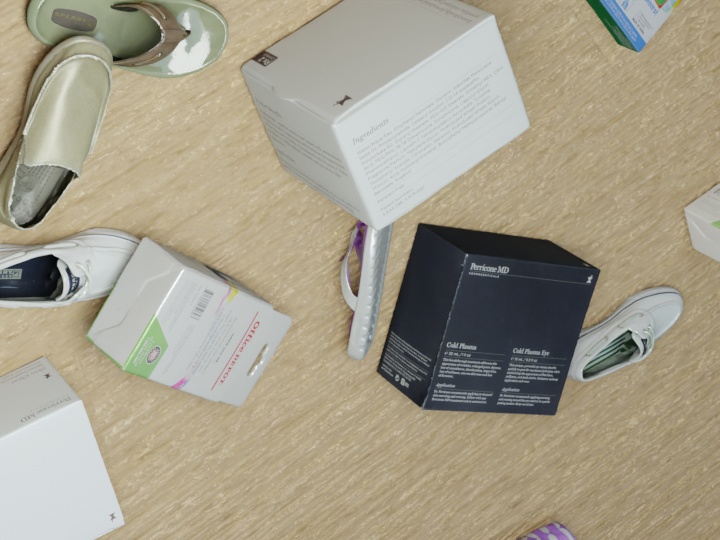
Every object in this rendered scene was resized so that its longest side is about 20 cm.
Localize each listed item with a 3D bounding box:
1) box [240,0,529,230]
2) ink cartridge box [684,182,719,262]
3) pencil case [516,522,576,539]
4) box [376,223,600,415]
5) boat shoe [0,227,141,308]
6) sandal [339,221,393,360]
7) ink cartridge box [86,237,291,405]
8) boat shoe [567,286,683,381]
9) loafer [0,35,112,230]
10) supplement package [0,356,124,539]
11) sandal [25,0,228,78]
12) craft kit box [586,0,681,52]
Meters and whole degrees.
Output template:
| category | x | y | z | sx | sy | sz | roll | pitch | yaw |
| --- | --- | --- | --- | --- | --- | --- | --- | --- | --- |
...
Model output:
| category | x | y | z | sx | sy | sz | roll | pitch | yaw |
| --- | --- | --- | --- | --- | --- | --- | --- | --- | --- |
| box | 0.023 | -0.171 | 1.578 | 0.199 | 0.199 | 0.131 | -34 | 125 | -15 |
| ink cartridge box | 0.512 | -0.085 | 1.978 | 0.199 | 0.117 | 0.068 | -34 | 125 | -15 |
| pencil case | 0.186 | 0.388 | 1.996 | 0.199 | 0.085 | 0.085 | -26 | 124 | -21 |
| box | 0.145 | 0.057 | 1.814 | 0.198 | 0.104 | 0.184 | 7 | 108 | -34 |
| boat shoe | -0.288 | 0.007 | 1.541 | 0.198 | 0.065 | 0.074 | -10 | 115 | -29 |
| sandal | -0.002 | 0.002 | 1.729 | 0.049 | 0.083 | 0.205 | 12 | 111 | 9 |
| ink cartridge box | -0.167 | 0.057 | 1.611 | 0.118 | 0.067 | 0.200 | -58 | 146 | 2 |
| boat shoe | 0.327 | 0.087 | 1.966 | 0.199 | 0.067 | 0.074 | -29 | 123 | -19 |
| loafer | -0.277 | -0.118 | 1.475 | 0.075 | 0.068 | 0.201 | 13 | 114 | -37 |
| supplement package | -0.355 | 0.208 | 1.558 | 0.199 | 0.111 | 0.157 | -26 | 122 | -21 |
| sandal | -0.213 | -0.219 | 1.497 | 0.199 | 0.057 | 0.081 | 2 | 109 | -33 |
| craft kit box | 0.310 | -0.380 | 1.770 | 0.198 | 0.048 | 0.200 | -48 | 127 | -3 |
